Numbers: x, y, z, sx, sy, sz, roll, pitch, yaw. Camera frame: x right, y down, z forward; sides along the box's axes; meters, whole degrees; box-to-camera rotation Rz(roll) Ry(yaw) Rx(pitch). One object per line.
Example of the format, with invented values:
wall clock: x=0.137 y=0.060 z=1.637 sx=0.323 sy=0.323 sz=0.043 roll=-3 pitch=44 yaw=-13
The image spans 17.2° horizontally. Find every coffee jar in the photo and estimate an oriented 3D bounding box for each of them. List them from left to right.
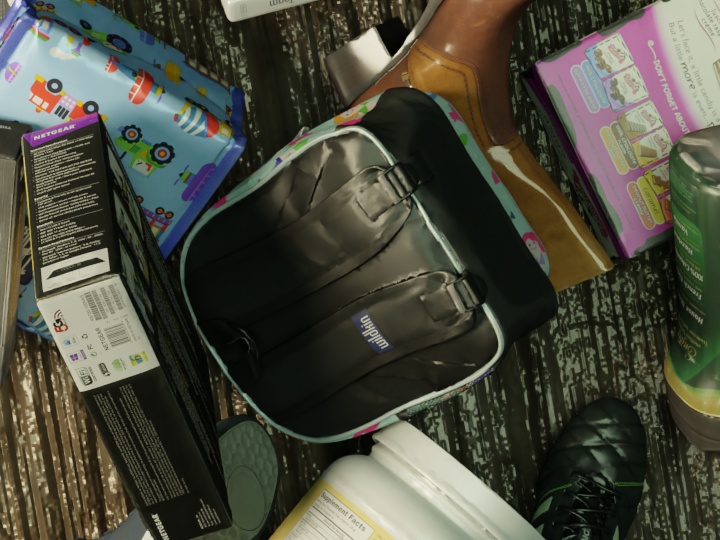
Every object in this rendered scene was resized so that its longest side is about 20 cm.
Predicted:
coffee jar: x=0.238 y=0.012 z=1.440 sx=0.104 sy=0.085 sz=0.201 roll=-11 pitch=121 yaw=-14

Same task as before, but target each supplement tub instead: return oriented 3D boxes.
supplement tub: x=0.003 y=0.201 z=1.411 sx=0.145 sy=0.145 sz=0.200 roll=41 pitch=84 yaw=-5

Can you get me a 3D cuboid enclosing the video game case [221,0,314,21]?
video game case: x=-0.019 y=-0.251 z=1.428 sx=0.181 sy=0.024 sz=0.201 roll=-15 pitch=58 yaw=-8

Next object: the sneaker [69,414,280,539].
sneaker: x=-0.143 y=0.165 z=1.428 sx=0.077 sy=0.146 sz=0.203 roll=60 pitch=40 yaw=-23

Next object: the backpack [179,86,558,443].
backpack: x=0.000 y=0.000 z=1.404 sx=0.200 sy=0.151 sz=0.178 roll=-32 pitch=94 yaw=33

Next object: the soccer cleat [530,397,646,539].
soccer cleat: x=0.130 y=0.174 z=1.461 sx=0.067 sy=0.081 sz=0.201 roll=24 pitch=86 yaw=-7

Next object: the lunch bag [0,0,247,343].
lunch bag: x=-0.183 y=-0.051 z=1.415 sx=0.150 sy=0.094 sz=0.200 roll=30 pitch=110 yaw=-16

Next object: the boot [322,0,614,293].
boot: x=0.092 y=-0.081 z=1.431 sx=0.188 sy=0.068 sz=0.201 roll=-30 pitch=92 yaw=26

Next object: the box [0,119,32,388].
box: x=-0.295 y=-0.022 z=1.373 sx=0.199 sy=0.048 sz=0.159 roll=10 pitch=120 yaw=0

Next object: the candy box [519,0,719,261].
candy box: x=0.218 y=-0.110 z=1.488 sx=0.199 sy=0.061 sz=0.137 roll=-26 pitch=92 yaw=-6

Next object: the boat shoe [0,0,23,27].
boat shoe: x=-0.222 y=-0.237 z=1.432 sx=0.066 sy=0.070 sz=0.201 roll=-9 pitch=98 yaw=-9

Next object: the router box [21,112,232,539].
router box: x=-0.130 y=0.035 z=1.331 sx=0.051 sy=0.149 sz=0.201 roll=-17 pitch=129 yaw=3
